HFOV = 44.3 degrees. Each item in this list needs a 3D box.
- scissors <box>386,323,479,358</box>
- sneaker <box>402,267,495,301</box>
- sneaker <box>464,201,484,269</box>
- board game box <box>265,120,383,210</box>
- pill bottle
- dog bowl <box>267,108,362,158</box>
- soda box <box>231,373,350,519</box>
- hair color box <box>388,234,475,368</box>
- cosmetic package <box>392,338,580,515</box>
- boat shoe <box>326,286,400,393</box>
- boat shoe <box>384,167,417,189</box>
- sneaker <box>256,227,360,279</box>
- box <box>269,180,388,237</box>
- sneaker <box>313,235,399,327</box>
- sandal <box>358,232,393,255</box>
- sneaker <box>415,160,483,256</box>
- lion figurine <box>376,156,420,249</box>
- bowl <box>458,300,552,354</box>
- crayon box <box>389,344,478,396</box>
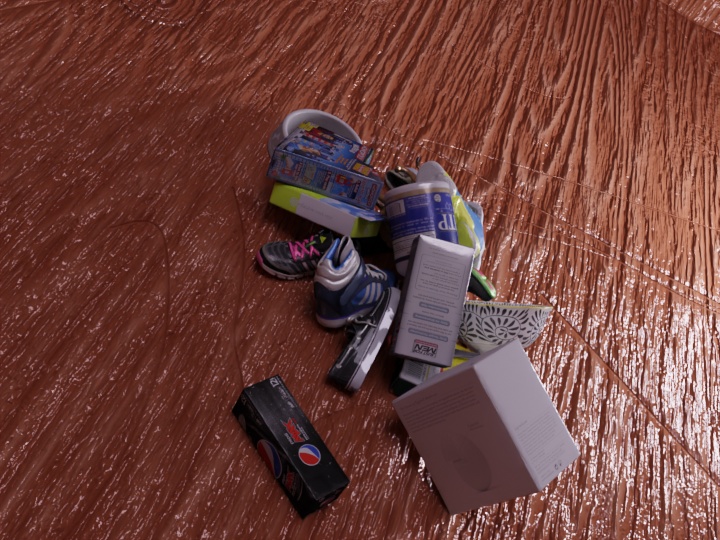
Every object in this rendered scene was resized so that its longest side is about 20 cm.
[{"bbox_3d":[0.137,0.141,1.507,0.199,0.014,0.073,23,43,-11],"label":"scissors"},{"bbox_3d":[0.161,0.017,1.639,0.199,0.084,0.077,24,-2,28],"label":"sneaker"},{"bbox_3d":[0.212,-0.030,1.735,0.078,0.099,0.201,5,63,23],"label":"sneaker"},{"bbox_3d":[-0.048,-0.191,1.636,0.199,0.062,0.200,24,27,3],"label":"board game box"},{"bbox_3d":[0.115,-0.048,1.561,0.119,0.120,0.201,-6,84,-34],"label":"pill bottle"},{"bbox_3d":[-0.083,-0.245,1.776,0.199,0.059,0.201,16,46,-17],"label":"dog bowl"},{"bbox_3d":[-0.104,0.256,1.298,0.071,0.063,0.200,-19,62,-39],"label":"soda box"},{"bbox_3d":[0.117,0.052,1.456,0.098,0.061,0.201,14,79,-7],"label":"hair color box"},{"bbox_3d":[0.187,0.238,1.344,0.123,0.199,0.201,-26,85,-43],"label":"cosmetic package"},{"bbox_3d":[0.004,0.104,1.473,0.068,0.074,0.200,28,69,-4],"label":"boat shoe"},{"bbox_3d":[0.115,-0.146,1.775,0.062,0.072,0.200,-6,32,-28],"label":"boat shoe"},{"bbox_3d":[-0.084,-0.035,1.560,0.199,0.088,0.074,3,50,-27],"label":"sneaker"},{"bbox_3d":[-0.050,-0.109,1.605,0.199,0.048,0.122,25,14,21],"label":"box"},{"bbox_3d":[0.000,0.000,1.523,0.080,0.147,0.200,28,40,34],"label":"sneaker"},{"bbox_3d":[0.066,-0.069,1.710,0.199,0.043,0.076,-16,60,-39],"label":"sandal"},{"bbox_3d":[0.172,-0.109,1.664,0.105,0.075,0.201,1,66,-64],"label":"sneaker"},{"bbox_3d":[0.092,-0.132,1.685,0.122,0.073,0.200,35,65,21],"label":"lion figurine"},{"bbox_3d":[0.242,0.104,1.588,0.200,0.200,0.095,4,91,-27],"label":"bowl"},{"bbox_3d":[0.156,0.189,1.518,0.199,0.051,0.127,26,43,-6],"label":"crayon box"}]
